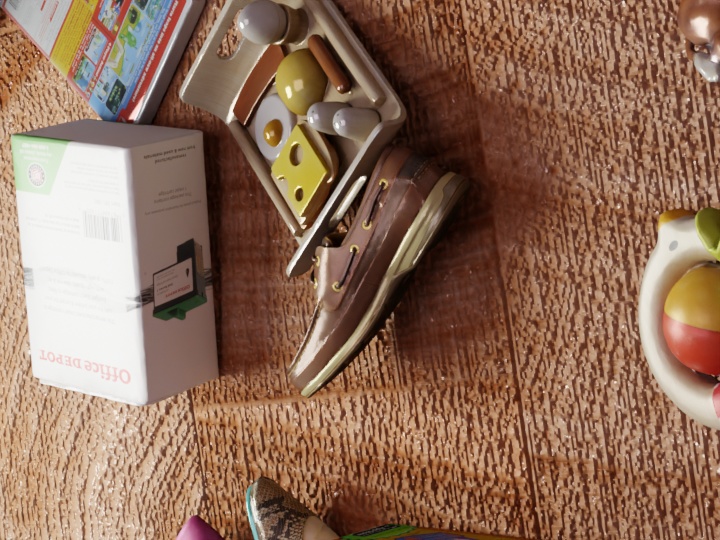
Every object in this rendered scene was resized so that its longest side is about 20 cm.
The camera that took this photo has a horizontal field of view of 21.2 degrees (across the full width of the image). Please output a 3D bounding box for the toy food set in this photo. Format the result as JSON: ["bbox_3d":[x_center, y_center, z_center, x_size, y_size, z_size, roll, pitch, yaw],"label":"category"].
[{"bbox_3d":[-0.056,-0.113,1.376,0.144,0.060,0.201,-57,47,31],"label":"toy food set"}]

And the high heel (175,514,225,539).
[{"bbox_3d":[-0.171,0.275,1.540,0.200,0.067,0.096,-34,83,35],"label":"high heel"}]

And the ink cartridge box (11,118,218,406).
[{"bbox_3d":[-0.192,-0.009,1.506,0.145,0.084,0.202,10,109,42],"label":"ink cartridge box"}]

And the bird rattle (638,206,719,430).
[{"bbox_3d":[0.234,0.041,1.149,0.163,0.112,0.202,26,126,50],"label":"bird rattle"}]

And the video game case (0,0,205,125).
[{"bbox_3d":[-0.212,-0.216,1.553,0.200,0.017,0.144,47,124,28],"label":"video game case"}]

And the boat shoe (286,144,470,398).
[{"bbox_3d":[0.000,0.000,1.339,0.067,0.072,0.201,36,115,6],"label":"boat shoe"}]

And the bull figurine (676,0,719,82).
[{"bbox_3d":[0.248,-0.183,1.090,0.122,0.065,0.201,-96,28,-45],"label":"bull figurine"}]

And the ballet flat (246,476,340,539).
[{"bbox_3d":[-0.028,0.246,1.422,0.075,0.068,0.202,-10,95,21],"label":"ballet flat"}]

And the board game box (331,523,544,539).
[{"bbox_3d":[0.035,0.291,1.268,0.199,0.199,0.202,-1,95,43],"label":"board game box"}]
